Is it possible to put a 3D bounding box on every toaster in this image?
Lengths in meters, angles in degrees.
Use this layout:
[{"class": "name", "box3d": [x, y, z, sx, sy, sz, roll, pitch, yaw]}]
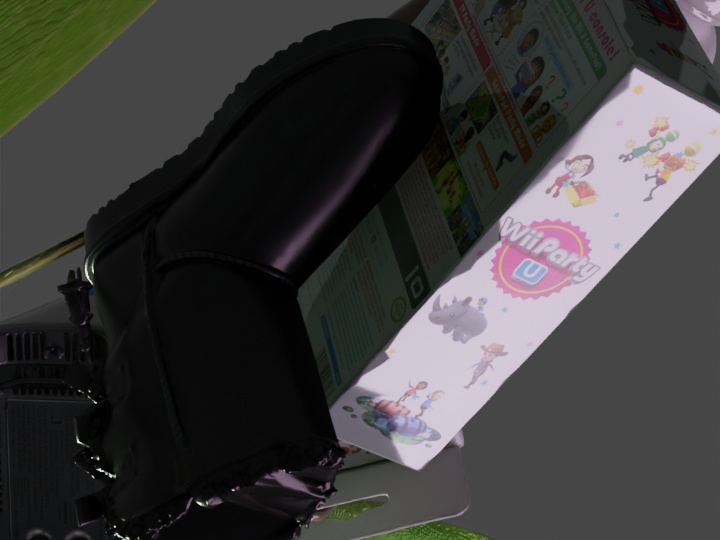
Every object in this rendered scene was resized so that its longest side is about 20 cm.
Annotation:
[{"class": "toaster", "box3d": [-0.130, 0.089, 1.014, 0.114, 0.200, 0.129, 0, -171, 9]}]

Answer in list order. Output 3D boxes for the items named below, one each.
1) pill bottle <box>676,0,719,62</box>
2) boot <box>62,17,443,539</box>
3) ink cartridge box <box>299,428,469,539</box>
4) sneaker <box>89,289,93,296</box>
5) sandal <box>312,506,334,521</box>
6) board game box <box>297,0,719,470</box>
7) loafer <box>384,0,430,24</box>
[{"class": "pill bottle", "box3d": [0.110, -0.117, 1.080, 0.200, 0.111, 0.111, -38, 178, 33]}, {"class": "boot", "box3d": [-0.035, 0.015, 0.815, 0.198, 0.162, 0.073, -34, 137, 27]}, {"class": "ink cartridge box", "box3d": [-0.020, 0.035, 0.986, 0.116, 0.067, 0.200, -14, -143, 4]}, {"class": "sneaker", "box3d": [-0.074, 0.083, 1.118, 0.071, 0.200, 0.083, -34, 174, 32]}, {"class": "sandal", "box3d": [-0.023, 0.052, 1.207, 0.054, 0.080, 0.200, -37, -152, 45]}, {"class": "board game box", "box3d": [0.048, -0.040, 0.859, 0.200, 0.064, 0.148, -50, -147, 25]}, {"class": "loafer", "box3d": [0.049, -0.060, 1.005, 0.071, 0.200, 0.073, -10, -132, 17]}]
